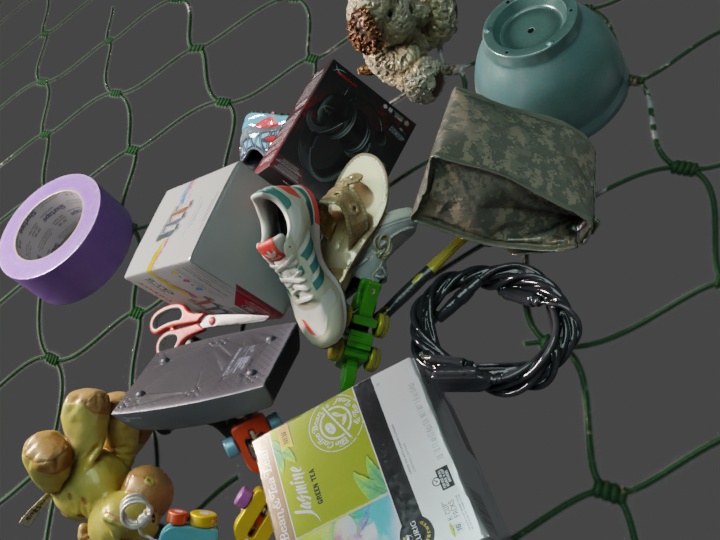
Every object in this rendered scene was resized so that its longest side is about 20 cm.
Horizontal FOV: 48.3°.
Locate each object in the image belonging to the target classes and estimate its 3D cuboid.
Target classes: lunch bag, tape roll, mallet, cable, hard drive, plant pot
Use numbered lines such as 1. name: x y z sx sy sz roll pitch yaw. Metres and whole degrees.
1. lunch bag: 0.176 -0.106 0.929 0.199 0.118 0.164 18 43 2
2. tape roll: -0.473 -0.051 1.290 0.199 0.085 0.200 -13 54 19
3. mallet: 0.098 -0.001 0.986 0.200 0.041 0.066 -50 53 -3
4. cable: 0.152 0.063 0.909 0.200 0.051 0.164 -7 51 27
5. hard drive: -0.170 0.124 0.916 0.199 0.042 0.135 -13 25 21
6. plant pot: 0.231 -0.271 1.026 0.200 0.134 0.201 -14 55 20

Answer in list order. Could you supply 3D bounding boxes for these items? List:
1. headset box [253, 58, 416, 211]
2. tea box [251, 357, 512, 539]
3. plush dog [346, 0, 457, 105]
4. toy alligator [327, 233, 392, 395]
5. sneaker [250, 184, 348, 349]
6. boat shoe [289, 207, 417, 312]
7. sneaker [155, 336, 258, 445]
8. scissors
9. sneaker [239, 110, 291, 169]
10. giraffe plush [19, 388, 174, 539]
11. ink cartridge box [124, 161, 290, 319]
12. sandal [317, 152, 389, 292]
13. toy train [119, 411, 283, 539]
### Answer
1. headset box: -0.038 -0.153 1.074 0.077 0.149 0.200 -16 42 62
2. tea box: 0.023 0.232 0.801 0.196 0.134 0.200 -30 51 8
3. plush dog: 0.039 -0.352 1.157 0.160 0.172 0.200 0 60 29
4. toy alligator: 0.001 0.054 0.972 0.054 0.059 0.201 166 119 -73
5. sneaker: -0.080 -0.004 0.920 0.070 0.093 0.200 -18 82 32
6. boat shoe: -0.001 0.000 1.022 0.201 0.070 0.072 -35 68 2
7. sneaker: -0.203 0.180 1.008 0.115 0.075 0.200 -45 39 1
8. scissors: -0.196 0.059 1.016 0.200 0.014 0.073 -23 63 30
9. sneaker: -0.101 -0.181 1.196 0.200 0.079 0.096 7 76 39
10. giraffe plush: -0.294 0.260 0.944 0.162 0.172 0.200 29 90 31
11. ink cartridge box: -0.180 -0.026 1.036 0.200 0.145 0.145 -9 53 52
12. sandal: -0.025 -0.059 0.973 0.077 0.070 0.212 15 78 22
13. toy train: -0.158 0.249 0.899 0.200 0.056 0.150 -31 93 -10
